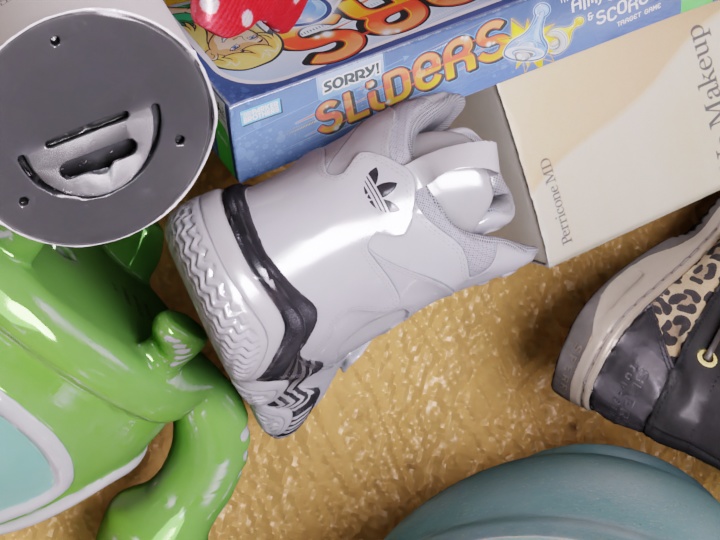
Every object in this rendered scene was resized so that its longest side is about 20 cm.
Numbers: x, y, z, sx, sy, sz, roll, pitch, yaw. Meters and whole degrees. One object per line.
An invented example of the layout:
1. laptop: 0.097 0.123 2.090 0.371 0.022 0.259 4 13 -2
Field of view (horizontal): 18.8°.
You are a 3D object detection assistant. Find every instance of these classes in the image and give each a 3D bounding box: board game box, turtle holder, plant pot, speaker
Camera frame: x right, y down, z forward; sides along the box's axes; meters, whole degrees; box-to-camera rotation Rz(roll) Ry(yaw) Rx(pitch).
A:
1. board game box: 0.015 -0.113 0.813 0.199 0.135 0.035 -22 132 -18
2. turtle holder: -0.128 0.032 0.780 0.132 0.141 0.185 -47 140 7
3. plant pot: 0.085 0.149 0.834 0.199 0.134 0.201 6 118 11
4. speaker: -0.110 -0.087 0.724 0.081 0.200 0.082 -9 122 -15

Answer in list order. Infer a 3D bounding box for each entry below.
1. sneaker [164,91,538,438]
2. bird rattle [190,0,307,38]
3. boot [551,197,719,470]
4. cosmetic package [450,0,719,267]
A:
1. sneaker: 0.000 0.000 0.774 0.115 0.200 0.075 -25 79 -2
2. bird rattle: -0.067 -0.173 0.683 0.162 0.113 0.201 -2 90 -31
3. boot: 0.190 0.031 0.860 0.200 0.150 0.073 -29 144 -38
4. cosmetic package: 0.131 -0.089 0.884 0.199 0.071 0.106 -26 109 -17
